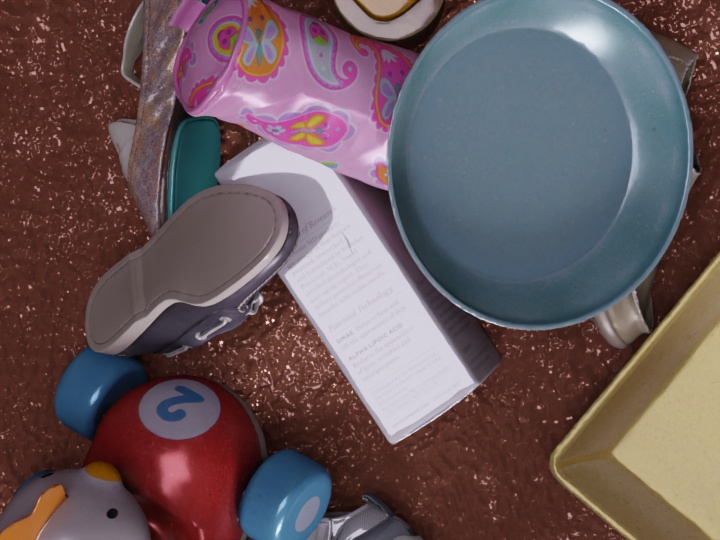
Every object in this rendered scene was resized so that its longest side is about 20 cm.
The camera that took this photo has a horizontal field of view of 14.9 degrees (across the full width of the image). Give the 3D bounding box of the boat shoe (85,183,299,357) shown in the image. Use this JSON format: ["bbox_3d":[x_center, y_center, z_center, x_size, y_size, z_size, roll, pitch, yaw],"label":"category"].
[{"bbox_3d":[-0.091,0.003,1.680,0.200,0.063,0.073,-30,55,45],"label":"boat shoe"}]

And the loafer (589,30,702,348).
[{"bbox_3d":[0.173,-0.051,1.681,0.068,0.076,0.201,2,96,15],"label":"loafer"}]

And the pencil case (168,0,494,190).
[{"bbox_3d":[-0.015,-0.103,1.614,0.199,0.087,0.088,19,101,-29],"label":"pencil case"}]

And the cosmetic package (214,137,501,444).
[{"bbox_3d":[0.000,0.000,1.704,0.074,0.102,0.200,-35,88,13],"label":"cosmetic package"}]

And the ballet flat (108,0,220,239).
[{"bbox_3d":[-0.122,-0.105,1.738,0.067,0.068,0.201,10,93,28],"label":"ballet flat"}]

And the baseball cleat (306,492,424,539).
[{"bbox_3d":[-0.040,0.229,1.763,0.106,0.070,0.200,44,97,16],"label":"baseball cleat"}]

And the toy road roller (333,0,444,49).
[{"bbox_3d":[0.005,-0.244,1.668,0.146,0.123,0.200,-40,89,0],"label":"toy road roller"}]

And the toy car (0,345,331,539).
[{"bbox_3d":[-0.154,0.149,1.673,0.184,0.200,0.177,28,101,24],"label":"toy car"}]

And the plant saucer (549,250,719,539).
[{"bbox_3d":[0.252,0.106,1.700,0.200,0.048,0.200,40,101,4],"label":"plant saucer"}]

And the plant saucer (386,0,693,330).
[{"bbox_3d":[0.099,-0.067,1.606,0.199,0.036,0.201,-2,96,-23],"label":"plant saucer"}]
